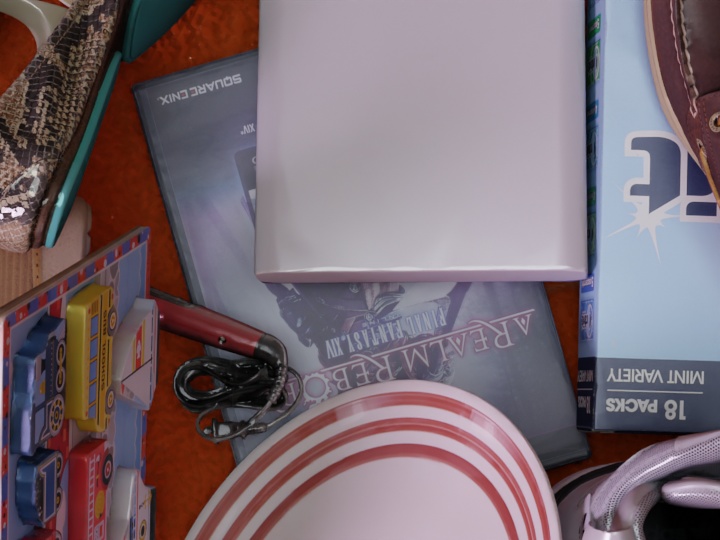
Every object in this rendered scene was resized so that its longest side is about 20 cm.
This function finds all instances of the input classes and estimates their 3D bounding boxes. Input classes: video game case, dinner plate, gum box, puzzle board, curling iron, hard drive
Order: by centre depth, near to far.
[{"bbox_3d":[-0.104,0.096,0.860,0.017,0.151,0.201,7,105,14],"label":"puzzle board"},{"bbox_3d":[-0.003,0.136,0.873,0.024,0.200,0.200,36,88,-40],"label":"dinner plate"},{"bbox_3d":[0.175,-0.033,0.930,0.169,0.045,0.201,2,86,-4],"label":"gum box"},{"bbox_3d":[0.025,-0.095,0.935,0.131,0.025,0.201,0,78,5],"label":"hard drive"},{"bbox_3d":[-0.116,0.015,0.941,0.200,0.026,0.050,26,86,10],"label":"curling iron"},{"bbox_3d":[0.000,0.000,0.955,0.142,0.019,0.201,-16,86,1],"label":"video game case"}]

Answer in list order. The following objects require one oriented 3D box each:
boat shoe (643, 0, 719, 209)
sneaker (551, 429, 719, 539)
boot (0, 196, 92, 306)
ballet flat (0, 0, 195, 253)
[{"bbox_3d":[0.162,-0.043,0.871,0.072,0.072,0.201,-15,88,-4],"label":"boat shoe"},{"bbox_3d":[0.166,0.096,0.845,0.199,0.115,0.075,-3,82,-3],"label":"sneaker"},{"bbox_3d":[-0.193,0.054,0.892,0.166,0.072,0.201,4,85,-12],"label":"boot"},{"bbox_3d":[-0.113,-0.095,0.902,0.075,0.068,0.200,26,55,1],"label":"ballet flat"}]
